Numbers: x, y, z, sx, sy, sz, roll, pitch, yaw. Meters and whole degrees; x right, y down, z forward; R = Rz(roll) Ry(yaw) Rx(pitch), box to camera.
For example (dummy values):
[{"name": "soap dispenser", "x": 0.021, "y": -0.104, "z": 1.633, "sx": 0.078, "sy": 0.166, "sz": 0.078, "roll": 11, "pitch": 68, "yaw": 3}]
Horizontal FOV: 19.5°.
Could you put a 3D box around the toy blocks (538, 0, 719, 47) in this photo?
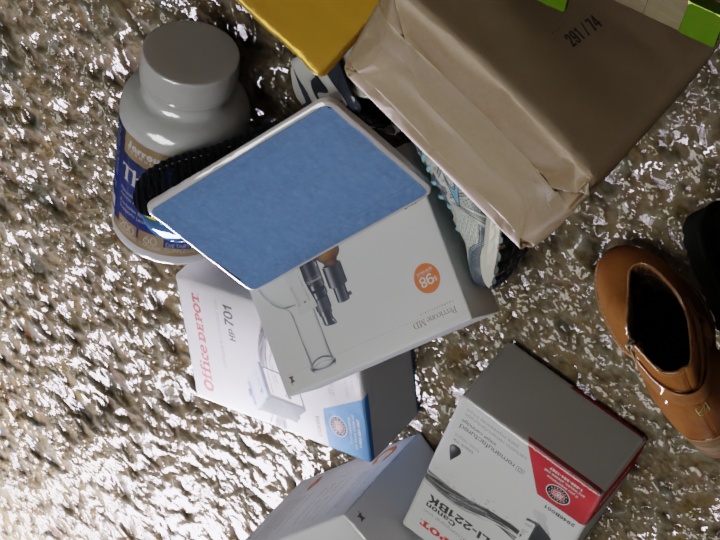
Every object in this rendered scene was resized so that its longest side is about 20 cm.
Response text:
[{"name": "toy blocks", "x": 0.171, "y": -0.241, "z": 1.369, "sx": 0.199, "sy": 0.137, "sz": 0.100, "roll": 27, "pitch": 135, "yaw": 12}]

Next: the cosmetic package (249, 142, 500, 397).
[{"name": "cosmetic package", "x": 0.000, "y": 0.000, "z": 1.708, "sx": 0.199, "sy": 0.052, "sz": 0.151, "roll": -25, "pitch": 84, "yaw": 34}]

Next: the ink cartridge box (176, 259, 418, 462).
[{"name": "ink cartridge box", "x": -0.056, "y": 0.065, "z": 1.864, "sx": 0.199, "sy": 0.086, "sz": 0.147, "roll": 17, "pitch": 132, "yaw": 29}]

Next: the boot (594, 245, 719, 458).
[{"name": "boot", "x": 0.209, "y": 0.034, "z": 1.513, "sx": 0.076, "sy": 0.201, "sz": 0.155, "roll": -26, "pitch": 146, "yaw": 11}]

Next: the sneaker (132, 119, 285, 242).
[{"name": "sneaker", "x": -0.084, "y": -0.067, "z": 1.704, "sx": 0.199, "sy": 0.066, "sz": 0.078, "roll": -15, "pitch": 146, "yaw": 18}]

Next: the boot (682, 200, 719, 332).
[{"name": "boot", "x": 0.325, "y": 0.019, "z": 1.461, "sx": 0.158, "sy": 0.079, "sz": 0.212, "roll": -30, "pitch": 87, "yaw": 51}]

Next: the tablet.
[{"name": "tablet", "x": -0.057, "y": -0.058, "z": 1.646, "sx": 0.200, "sy": 0.014, "sz": 0.130, "roll": -29, "pitch": 129, "yaw": 31}]

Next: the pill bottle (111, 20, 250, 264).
[{"name": "pill bottle", "x": -0.152, "y": -0.110, "z": 1.781, "sx": 0.111, "sy": 0.111, "sz": 0.201, "roll": 31, "pitch": 139, "yaw": 18}]

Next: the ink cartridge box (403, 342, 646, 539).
[{"name": "ink cartridge box", "x": 0.136, "y": 0.182, "z": 1.789, "sx": 0.144, "sy": 0.084, "sz": 0.200, "roll": 35, "pitch": 140, "yaw": 13}]

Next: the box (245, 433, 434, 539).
[{"name": "box", "x": -0.008, "y": 0.246, "z": 1.942, "sx": 0.098, "sy": 0.124, "sz": 0.200, "roll": 52, "pitch": 141, "yaw": -8}]

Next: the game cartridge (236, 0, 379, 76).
[{"name": "game cartridge", "x": -0.043, "y": -0.272, "z": 1.529, "sx": 0.200, "sy": 0.032, "sz": 0.176, "roll": 44, "pitch": 100, "yaw": 3}]

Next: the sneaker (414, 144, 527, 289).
[{"name": "sneaker", "x": 0.088, "y": -0.082, "z": 1.616, "sx": 0.086, "sy": 0.078, "sz": 0.201, "roll": 12, "pitch": 120, "yaw": 28}]

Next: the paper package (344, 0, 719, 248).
[{"name": "paper package", "x": 0.118, "y": -0.149, "z": 1.432, "sx": 0.191, "sy": 0.200, "sz": 0.103, "roll": 45, "pitch": 141, "yaw": 1}]

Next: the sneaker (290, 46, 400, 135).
[{"name": "sneaker", "x": -0.007, "y": -0.185, "z": 1.589, "sx": 0.129, "sy": 0.079, "sz": 0.200, "roll": 31, "pitch": 142, "yaw": 41}]

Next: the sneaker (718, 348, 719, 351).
[{"name": "sneaker", "x": 0.310, "y": 0.148, "z": 1.608, "sx": 0.095, "sy": 0.079, "sz": 0.200, "roll": -16, "pitch": 110, "yaw": 50}]
